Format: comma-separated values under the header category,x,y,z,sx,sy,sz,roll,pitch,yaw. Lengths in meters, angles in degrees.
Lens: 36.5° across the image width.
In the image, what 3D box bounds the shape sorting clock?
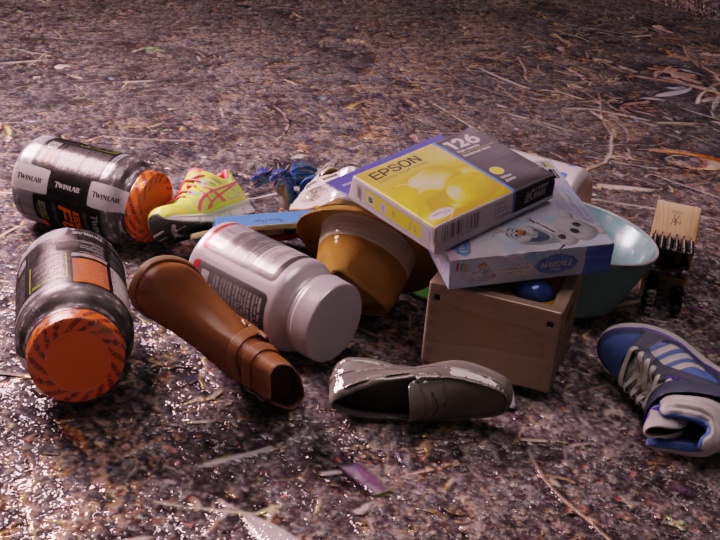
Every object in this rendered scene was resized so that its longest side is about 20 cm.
category,x,y,z,sx,sy,sz,roll,pitch,yaw
shape sorting clock,-0.129,-0.049,1.460,0.197,0.040,0.200,-5,-5,0

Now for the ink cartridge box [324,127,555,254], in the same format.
category,x,y,z,sx,sy,sz,roll,pitch,yaw
ink cartridge box,0.092,-0.110,1.286,0.196,0.048,0.199,-26,45,-32

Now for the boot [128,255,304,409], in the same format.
category,x,y,z,sx,sy,sz,roll,pitch,yaw
boot,-0.143,0.067,1.144,0.154,0.074,0.200,36,-3,35

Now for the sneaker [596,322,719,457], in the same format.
category,x,y,z,sx,sy,sz,roll,pitch,yaw
sneaker,0.325,0.131,1.198,0.199,0.082,0.146,29,29,30

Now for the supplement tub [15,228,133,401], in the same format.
category,x,y,z,sx,sy,sz,roll,pitch,yaw
supplement tub,-0.309,0.047,1.174,0.121,0.124,0.200,-2,26,-15

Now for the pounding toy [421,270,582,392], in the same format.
category,x,y,z,sx,sy,sz,roll,pitch,yaw
pounding toy,0.167,0.019,1.311,0.182,0.144,0.200,13,25,16

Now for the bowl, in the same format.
category,x,y,z,sx,sy,sz,roll,pitch,yaw
bowl,0.281,-0.010,1.440,0.198,0.106,0.201,13,25,-6

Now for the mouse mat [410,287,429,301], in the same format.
category,x,y,z,sx,sy,sz,roll,pitch,yaw
mouse mat,0.177,0.023,1.482,0.159,0.008,0.199,21,31,30

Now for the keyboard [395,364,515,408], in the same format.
category,x,y,z,sx,sy,sz,roll,pitch,yaw
keyboard,0.077,0.130,1.237,0.197,0.011,0.057,6,31,2

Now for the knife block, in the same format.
category,x,y,z,sx,sy,sz,roll,pitch,yaw
knife block,0.429,0.002,1.535,0.063,0.178,0.200,13,-19,14

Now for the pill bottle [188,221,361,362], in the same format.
category,x,y,z,sx,sy,sz,roll,pitch,yaw
pill bottle,-0.102,0.027,1.289,0.198,0.115,0.113,25,31,34

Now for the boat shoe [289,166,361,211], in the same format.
category,x,y,z,sx,sy,sz,roll,pitch,yaw
boat shoe,-0.039,-0.104,1.476,0.070,0.070,0.199,18,-9,-22

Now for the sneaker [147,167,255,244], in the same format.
category,x,y,z,sx,sy,sz,roll,pitch,yaw
sneaker,-0.232,-0.095,1.511,0.077,0.091,0.199,-23,-1,30

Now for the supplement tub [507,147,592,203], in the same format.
category,x,y,z,sx,sy,sz,roll,pitch,yaw
supplement tub,0.235,-0.112,1.631,0.198,0.134,0.132,19,28,26

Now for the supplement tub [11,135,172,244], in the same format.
category,x,y,z,sx,sy,sz,roll,pitch,yaw
supplement tub,-0.367,-0.108,1.503,0.197,0.124,0.122,14,26,18

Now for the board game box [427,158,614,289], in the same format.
category,x,y,z,sx,sy,sz,roll,pitch,yaw
board game box,0.168,-0.060,1.293,0.196,0.044,0.201,-5,35,-13

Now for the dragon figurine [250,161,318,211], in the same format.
category,x,y,z,sx,sy,sz,roll,pitch,yaw
dragon figurine,-0.075,-0.125,1.627,0.198,0.101,0.059,-16,33,-39

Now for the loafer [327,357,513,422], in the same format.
category,x,y,z,sx,sy,sz,roll,pitch,yaw
loafer,0.063,0.135,1.159,0.197,0.071,0.070,1,29,8

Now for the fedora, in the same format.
category,x,y,z,sx,sy,sz,roll,pitch,yaw
fedora,0.000,0.000,1.345,0.198,0.201,0.083,12,63,13
